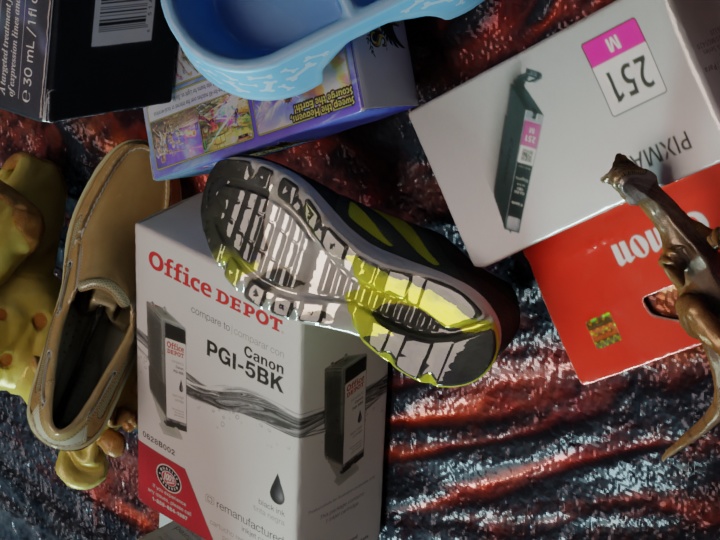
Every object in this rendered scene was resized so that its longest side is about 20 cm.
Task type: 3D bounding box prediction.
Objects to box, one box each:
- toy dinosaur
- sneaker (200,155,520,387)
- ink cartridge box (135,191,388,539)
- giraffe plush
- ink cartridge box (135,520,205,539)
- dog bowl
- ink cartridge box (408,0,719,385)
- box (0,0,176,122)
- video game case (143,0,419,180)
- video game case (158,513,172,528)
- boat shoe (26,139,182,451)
[{"bbox_3d":[0.176,0.023,1.105,0.106,0.060,0.201,32,149,53],"label":"toy dinosaur"},{"bbox_3d":[0.000,0.000,1.243,0.199,0.084,0.075,33,111,18],"label":"sneaker"},{"bbox_3d":[-0.062,0.068,1.361,0.146,0.083,0.201,24,125,36],"label":"ink cartridge box"},{"bbox_3d":[-0.203,0.044,1.469,0.161,0.200,0.173,27,129,-1],"label":"giraffe plush"},{"bbox_3d":[-0.145,0.244,1.419,0.115,0.199,0.068,40,133,26],"label":"ink cartridge box"},{"bbox_3d":[-0.015,-0.164,1.145,0.199,0.050,0.112,-25,84,13],"label":"dog bowl"},{"bbox_3d":[0.130,-0.037,1.140,0.200,0.043,0.175,-25,88,50],"label":"ink cartridge box"},{"bbox_3d":[-0.206,-0.183,1.284,0.199,0.107,0.150,19,111,35],"label":"box"},{"bbox_3d":[-0.060,-0.158,1.258,0.199,0.045,0.183,-13,85,50],"label":"video game case"},{"bbox_3d":[-0.085,0.219,1.510,0.143,0.018,0.201,30,128,36],"label":"video game case"},{"bbox_3d":[-0.153,0.012,1.380,0.076,0.071,0.202,126,157,-79],"label":"boat shoe"}]
